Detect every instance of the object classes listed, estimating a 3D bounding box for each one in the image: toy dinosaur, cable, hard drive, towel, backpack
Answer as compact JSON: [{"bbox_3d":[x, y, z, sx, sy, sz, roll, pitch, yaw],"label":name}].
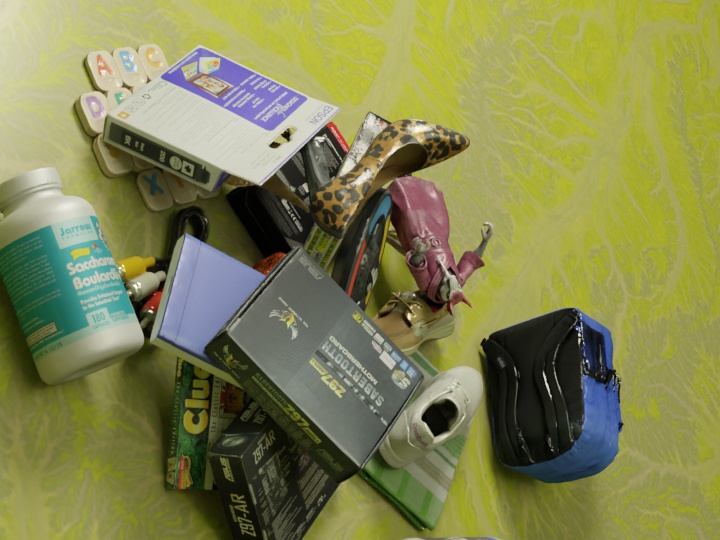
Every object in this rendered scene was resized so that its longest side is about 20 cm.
[{"bbox_3d":[-0.122,-0.125,1.759,0.199,0.058,0.101,34,50,12],"label":"toy dinosaur"},{"bbox_3d":[-0.205,0.000,1.655,0.098,0.050,0.200,56,42,-10],"label":"cable"},{"bbox_3d":[-0.116,0.061,1.582,0.199,0.025,0.133,29,49,-23],"label":"hard drive"},{"bbox_3d":[0.063,0.200,1.858,0.149,0.031,0.201,43,46,-19],"label":"towel"},{"bbox_3d":[0.267,0.176,1.981,0.167,0.162,0.202,29,50,-38],"label":"backpack"}]

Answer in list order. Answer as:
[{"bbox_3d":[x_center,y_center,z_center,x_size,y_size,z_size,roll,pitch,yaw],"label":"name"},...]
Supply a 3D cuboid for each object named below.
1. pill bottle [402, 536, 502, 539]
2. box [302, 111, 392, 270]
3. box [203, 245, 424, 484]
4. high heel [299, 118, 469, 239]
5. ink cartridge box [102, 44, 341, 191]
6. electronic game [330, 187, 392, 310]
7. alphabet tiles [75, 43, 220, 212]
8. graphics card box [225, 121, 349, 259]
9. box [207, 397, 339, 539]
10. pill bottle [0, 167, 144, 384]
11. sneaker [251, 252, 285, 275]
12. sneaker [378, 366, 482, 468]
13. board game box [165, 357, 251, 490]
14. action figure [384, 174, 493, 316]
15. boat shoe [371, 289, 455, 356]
[{"bbox_3d":[0.088,0.361,1.726,0.199,0.113,0.115,9,63,-44],"label":"pill bottle"},{"bbox_3d":[-0.022,-0.082,1.771,0.034,0.110,0.201,26,50,-4],"label":"box"},{"bbox_3d":[-0.044,0.095,1.564,0.200,0.051,0.158,46,46,-6],"label":"box"},{"bbox_3d":[0.036,-0.095,1.680,0.198,0.072,0.143,-7,51,-9],"label":"high heel"},{"bbox_3d":[-0.152,-0.164,1.702,0.199,0.044,0.198,25,40,15],"label":"ink cartridge box"},{"bbox_3d":[0.000,0.000,1.790,0.041,0.201,0.201,18,46,8],"label":"electronic game"},{"bbox_3d":[-0.235,-0.167,1.742,0.199,0.015,0.197,-18,83,-50],"label":"alphabet tiles"},{"bbox_3d":[-0.065,-0.087,1.853,0.126,0.051,0.200,57,39,-8],"label":"graphics card box"},{"bbox_3d":[-0.080,0.202,1.633,0.200,0.043,0.161,-52,136,-47],"label":"box"},{"bbox_3d":[-0.299,0.003,1.506,0.110,0.110,0.202,-18,83,-50],"label":"pill bottle"},{"bbox_3d":[-0.124,0.066,1.701,0.077,0.073,0.201,43,54,-26],"label":"sneaker"},{"bbox_3d":[0.105,0.171,1.820,0.075,0.099,0.200,56,42,-3],"label":"sneaker"},{"bbox_3d":[-0.150,0.131,1.605,0.104,0.023,0.202,7,86,-35],"label":"board game box"},{"bbox_3d":[0.079,-0.020,1.873,0.133,0.149,0.201,5,51,-33],"label":"action figure"},{"bbox_3d":[0.056,0.057,1.874,0.200,0.073,0.067,-21,127,-58],"label":"boat shoe"}]
